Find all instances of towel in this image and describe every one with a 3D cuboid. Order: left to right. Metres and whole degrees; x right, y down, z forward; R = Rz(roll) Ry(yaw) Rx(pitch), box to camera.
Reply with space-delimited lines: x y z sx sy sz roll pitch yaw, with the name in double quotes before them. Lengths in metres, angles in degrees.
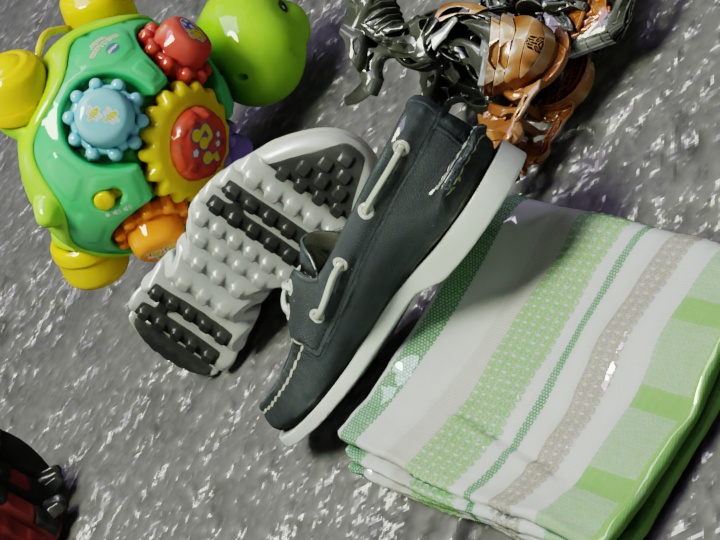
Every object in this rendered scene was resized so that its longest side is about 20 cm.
"towel" 0.079 0.039 1.005 0.149 0.031 0.200 -59 29 -9

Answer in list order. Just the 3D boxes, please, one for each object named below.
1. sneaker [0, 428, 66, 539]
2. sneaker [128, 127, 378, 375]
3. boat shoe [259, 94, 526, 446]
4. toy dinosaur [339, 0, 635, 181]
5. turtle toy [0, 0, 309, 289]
"sneaker" -0.201 0.171 1.233 0.098 0.071 0.200 -42 28 20
"sneaker" -0.047 -0.024 1.198 0.200 0.075 0.081 -40 13 51
"boat shoe" 0.000 0.000 1.085 0.200 0.060 0.076 -53 4 33
"toy dinosaur" 0.064 -0.107 1.131 0.136 0.102 0.200 8 54 42
"turtle toy" -0.107 -0.086 1.306 0.101 0.146 0.200 8 44 38
